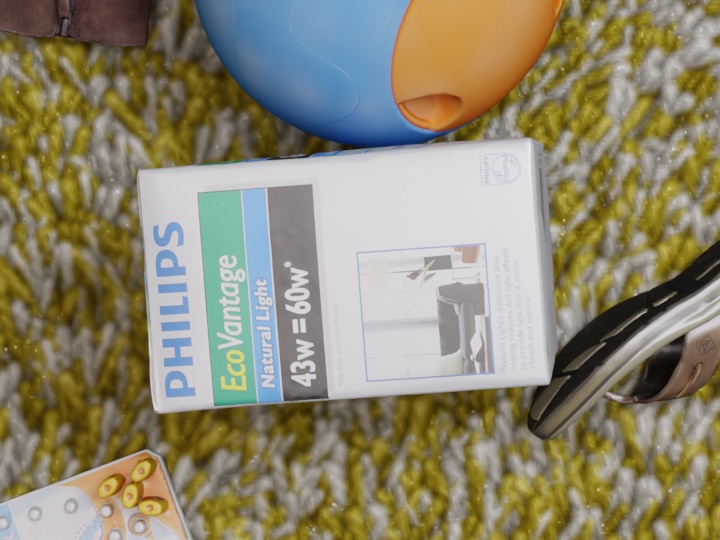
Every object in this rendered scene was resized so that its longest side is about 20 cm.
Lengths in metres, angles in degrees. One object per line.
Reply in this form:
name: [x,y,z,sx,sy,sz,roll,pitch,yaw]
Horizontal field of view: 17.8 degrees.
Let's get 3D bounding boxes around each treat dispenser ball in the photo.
treat dispenser ball: [0.010,-0.165,1.208,0.200,0.201,0.202,0,90,6]

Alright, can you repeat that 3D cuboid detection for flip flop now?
flip flop: [0.178,0.035,1.257,0.200,0.081,0.058,-35,101,-1]

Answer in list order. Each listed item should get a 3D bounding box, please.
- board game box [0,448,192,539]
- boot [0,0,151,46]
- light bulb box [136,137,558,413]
board game box: [-0.175,0.229,1.312,0.199,0.026,0.201,-21,87,5]
boot: [-0.117,-0.212,1.300,0.199,0.072,0.167,3,102,5]
light bulb box: [0.000,0.000,1.207,0.199,0.198,0.125,-4,92,6]
